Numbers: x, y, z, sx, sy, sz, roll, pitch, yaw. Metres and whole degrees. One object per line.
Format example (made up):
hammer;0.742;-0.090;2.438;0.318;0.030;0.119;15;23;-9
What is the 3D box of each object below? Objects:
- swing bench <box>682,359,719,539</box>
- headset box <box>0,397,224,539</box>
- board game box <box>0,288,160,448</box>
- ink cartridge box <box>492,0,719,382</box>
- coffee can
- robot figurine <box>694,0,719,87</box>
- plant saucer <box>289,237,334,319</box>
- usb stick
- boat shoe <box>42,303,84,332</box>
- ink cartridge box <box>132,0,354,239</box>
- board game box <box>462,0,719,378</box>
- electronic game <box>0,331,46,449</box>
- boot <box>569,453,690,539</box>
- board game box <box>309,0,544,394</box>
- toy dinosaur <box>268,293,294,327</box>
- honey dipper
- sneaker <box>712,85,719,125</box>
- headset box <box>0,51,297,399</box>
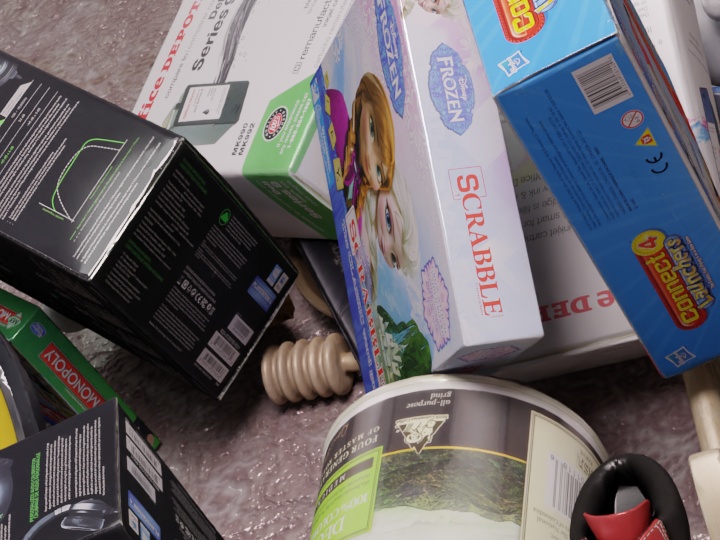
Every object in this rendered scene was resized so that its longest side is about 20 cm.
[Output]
swing bench;0.254;0.064;0.882;0.199;0.130;0.200;-19;39;16
headset box;-0.169;0.186;1.002;0.200;0.174;0.093;-23;37;10
board game box;-0.224;0.048;1.230;0.200;0.135;0.029;21;64;47
ink cartridge box;0.122;-0.051;1.055;0.145;0.087;0.200;-15;76;19
coffee can;0.041;0.169;0.899;0.146;0.146;0.200;-14;40;22
robot figurine;0.260;-0.164;1.147;0.200;0.113;0.170;-6;10;30
plant saucer;0.050;-0.034;1.220;0.200;0.029;0.200;-19;39;16
usb stick;0.000;0.000;1.161;0.055;0.033;0.200;-31;35;1
boat shoe;-0.147;-0.021;1.309;0.086;0.075;0.202;-34;14;43
ink cartridge box;-0.050;-0.101;1.203;0.200;0.084;0.146;3;64;50
board game box;0.103;-0.086;0.875;0.056;0.200;0.196;-25;43;12
electronic game;-0.238;0.105;1.146;0.042;0.200;0.200;-14;23;-38
boot;0.131;0.179;0.825;0.072;0.144;0.200;-18;40;15
board game box;0.027;-0.038;0.988;0.041;0.200;0.200;-7;76;-14
toy dinosaur;-0.082;0.009;1.258;0.106;0.060;0.200;-20;26;-3
honey dipper;0.039;0.047;1.133;0.200;0.038;0.038;-10;42;22
sneaker;0.149;-0.086;1.147;0.200;0.074;0.082;16;15;23
headset box;-0.163;-0.034;1.113;0.200;0.174;0.093;26;76;30
